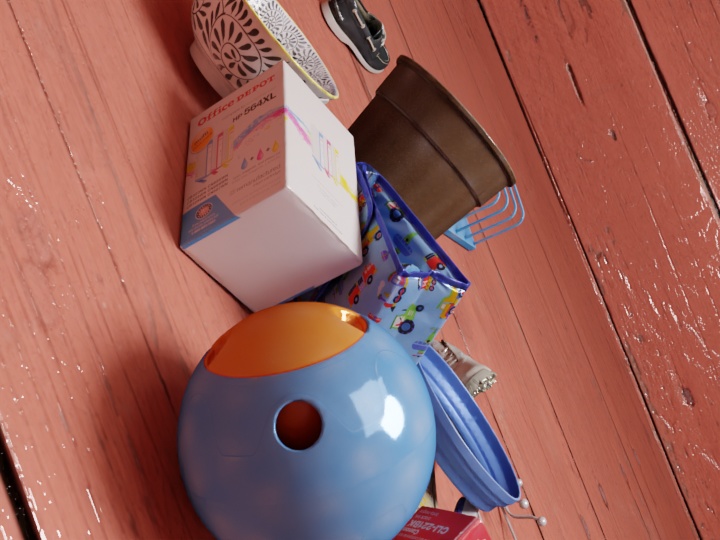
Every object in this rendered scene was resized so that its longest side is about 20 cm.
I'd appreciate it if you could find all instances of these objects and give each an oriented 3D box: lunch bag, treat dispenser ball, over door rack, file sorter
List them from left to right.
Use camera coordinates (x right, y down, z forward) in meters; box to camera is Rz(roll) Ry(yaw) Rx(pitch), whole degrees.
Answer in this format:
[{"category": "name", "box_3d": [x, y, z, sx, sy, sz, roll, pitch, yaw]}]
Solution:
[{"category": "treat dispenser ball", "box_3d": [-0.041, 0.126, 0.776, 0.202, 0.198, 0.203, 51, 25, -36]}, {"category": "lunch bag", "box_3d": [0.000, 0.000, 1.021, 0.093, 0.152, 0.201, 12, 33, -36]}, {"category": "file sorter", "box_3d": [0.187, -0.141, 1.751, 0.199, 0.121, 0.141, 26, 45, -61]}, {"category": "over door rack", "box_3d": [0.196, 0.341, 1.341, 0.148, 0.066, 0.203, 45, 29, -44]}]

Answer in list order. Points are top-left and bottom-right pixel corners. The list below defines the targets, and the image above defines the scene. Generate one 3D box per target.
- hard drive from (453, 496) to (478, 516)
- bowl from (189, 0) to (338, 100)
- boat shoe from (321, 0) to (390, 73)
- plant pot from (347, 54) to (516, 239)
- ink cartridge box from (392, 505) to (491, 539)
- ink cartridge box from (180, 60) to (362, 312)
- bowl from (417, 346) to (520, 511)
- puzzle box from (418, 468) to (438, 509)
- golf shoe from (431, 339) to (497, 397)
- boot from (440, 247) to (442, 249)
[{"category": "hard drive", "box_3d": [0.077, 0.331, 1.000, 0.200, 0.025, 0.134, -52, 157, -67]}, {"category": "bowl", "box_3d": [-0.119, -0.234, 1.085, 0.201, 0.094, 0.201, 48, 13, -15]}, {"category": "boat shoe", "box_3d": [0.009, -0.383, 1.644, 0.199, 0.060, 0.077, 24, 46, -62]}, {"category": "plant pot", "box_3d": [0.043, -0.104, 1.177, 0.200, 0.198, 0.200, 46, 0, 0]}, {"category": "ink cartridge box", "box_3d": [0.039, 0.312, 0.809, 0.199, 0.083, 0.146, -38, 107, -31]}, {"category": "ink cartridge box", "box_3d": [-0.086, -0.089, 0.992, 0.125, 0.127, 0.203, 43, 30, -41]}, {"category": "bowl", "box_3d": [0.100, 0.166, 1.089, 0.202, 0.039, 0.201, 52, 11, -14]}, {"category": "puzzle box", "box_3d": [0.034, 0.177, 1.033, 0.134, 0.025, 0.202, 51, 21, -30]}, {"category": "golf shoe", "box_3d": [0.117, 0.134, 1.319, 0.097, 0.078, 0.200, 47, -6, 4]}, {"category": "boot", "box_3d": [0.028, 0.038, 1.080, 0.074, 0.204, 0.097, -9, 29, -37]}]
